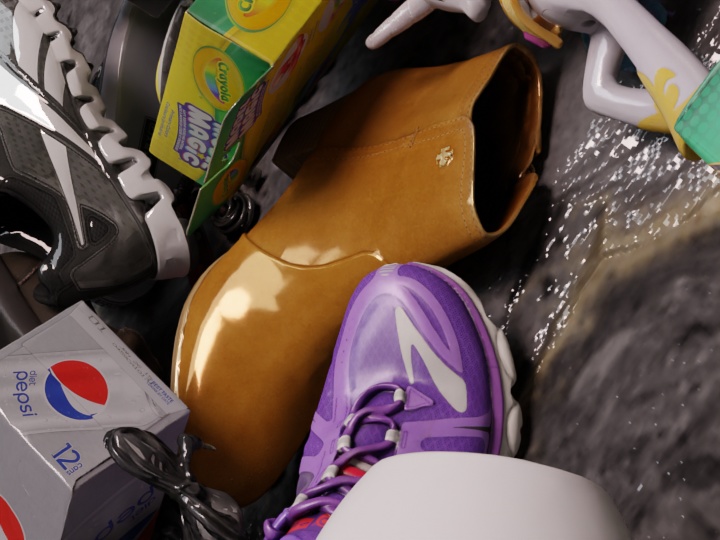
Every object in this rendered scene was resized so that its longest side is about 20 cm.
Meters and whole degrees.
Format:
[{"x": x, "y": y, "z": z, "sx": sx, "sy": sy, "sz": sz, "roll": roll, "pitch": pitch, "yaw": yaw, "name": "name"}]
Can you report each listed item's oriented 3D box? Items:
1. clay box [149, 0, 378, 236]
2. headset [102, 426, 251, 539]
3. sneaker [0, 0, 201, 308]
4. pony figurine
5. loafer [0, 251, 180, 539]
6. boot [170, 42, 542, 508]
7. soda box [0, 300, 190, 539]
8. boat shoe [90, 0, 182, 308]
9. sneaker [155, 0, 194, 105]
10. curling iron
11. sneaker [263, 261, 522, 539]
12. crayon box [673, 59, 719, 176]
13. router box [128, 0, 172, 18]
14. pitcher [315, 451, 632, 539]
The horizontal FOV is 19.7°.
[{"x": -0.028, "y": -0.118, "z": 0.899, "sx": 0.200, "sy": 0.048, "sz": 0.115, "roll": -54, "pitch": -5, "yaw": -30, "name": "clay box"}, {"x": -0.089, "y": 0.133, "z": 0.810, "sx": 0.124, "sy": 0.094, "sz": 0.200, "roll": -46, "pitch": -5, "yaw": -38, "name": "headset"}, {"x": -0.162, "y": -0.065, "z": 0.973, "sx": 0.200, "sy": 0.090, "sz": 0.067, "roll": 55, "pitch": 156, "yaw": 15, "name": "sneaker"}, {"x": 0.094, "y": -0.149, "z": 0.786, "sx": 0.200, "sy": 0.166, "sz": 0.193, "roll": 30, "pitch": 99, "yaw": 42, "name": "pony figurine"}, {"x": -0.119, "y": 0.058, "z": 0.960, "sx": 0.200, "sy": 0.071, "sz": 0.073, "roll": 57, "pitch": 150, "yaw": 31, "name": "loafer"}, {"x": 0.001, "y": 0.000, "z": 0.855, "sx": 0.144, "sy": 0.071, "sz": 0.202, "roll": -12, "pitch": 53, "yaw": 50, "name": "boot"}, {"x": -0.130, "y": 0.105, "z": 0.864, "sx": 0.068, "sy": 0.063, "sz": 0.200, "roll": 43, "pitch": 143, "yaw": 18, "name": "soda box"}, {"x": -0.118, "y": -0.077, "z": 1.081, "sx": 0.066, "sy": 0.070, "sz": 0.201, "roll": -2, "pitch": 73, "yaw": 51, "name": "boat shoe"}, {"x": -0.043, "y": -0.157, "z": 1.035, "sx": 0.200, "sy": 0.078, "sz": 0.090, "roll": -60, "pitch": 23, "yaw": -5, "name": "sneaker"}, {"x": -0.062, "y": 0.016, "z": 0.967, "sx": 0.050, "sy": 0.026, "sz": 0.200, "roll": -44, "pitch": 37, "yaw": 30, "name": "curling iron"}, {"x": 0.005, "y": 0.087, "z": 0.761, "sx": 0.080, "sy": 0.083, "sz": 0.201, "roll": 1, "pitch": 69, "yaw": 25, "name": "sneaker"}, {"x": 0.183, "y": 0.006, "z": 0.559, "sx": 0.058, "sy": 0.119, "sz": 0.200, "roll": -53, "pitch": 34, "yaw": 13, "name": "crayon box"}, {"x": -0.051, "y": -0.238, "z": 0.987, "sx": 0.200, "sy": 0.052, "sz": 0.157, "roll": -42, "pitch": 26, "yaw": 35, "name": "router box"}, {"x": 0.005, "y": 0.162, "z": 0.664, "sx": 0.171, "sy": 0.121, "sz": 0.201, "roll": 4, "pitch": 71, "yaw": 17, "name": "pitcher"}]
